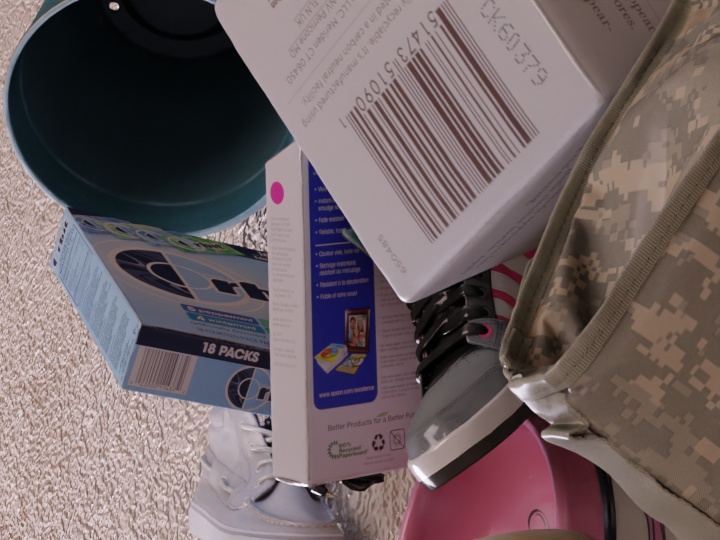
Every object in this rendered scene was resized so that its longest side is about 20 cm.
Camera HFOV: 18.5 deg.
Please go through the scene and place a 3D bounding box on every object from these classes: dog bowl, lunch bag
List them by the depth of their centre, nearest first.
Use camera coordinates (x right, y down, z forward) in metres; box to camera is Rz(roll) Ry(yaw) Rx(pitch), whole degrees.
[{"bbox_3d":[0.150,0.012,0.778,0.200,0.164,0.118,-58,18,-23],"label":"lunch bag"},{"bbox_3d":[0.082,0.145,1.044,0.200,0.074,0.201,-40,44,54],"label":"dog bowl"}]

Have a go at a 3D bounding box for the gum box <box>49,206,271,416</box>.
[{"bbox_3d":[-0.085,0.029,1.346,0.200,0.169,0.045,47,122,61],"label":"gum box"}]

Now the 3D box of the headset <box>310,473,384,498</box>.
[{"bbox_3d":[0.032,0.042,1.176,0.200,0.094,0.124,-62,28,32],"label":"headset"}]

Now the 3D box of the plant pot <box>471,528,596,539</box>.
[{"bbox_3d":[0.064,0.182,0.884,0.200,0.200,0.135,-45,51,50],"label":"plant pot"}]

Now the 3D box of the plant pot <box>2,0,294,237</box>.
[{"bbox_3d":[-0.132,-0.155,1.535,0.188,0.200,0.200,-85,21,-55],"label":"plant pot"}]

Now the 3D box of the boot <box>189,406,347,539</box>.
[{"bbox_3d":[-0.058,0.125,1.355,0.200,0.073,0.096,-174,89,-67],"label":"boot"}]

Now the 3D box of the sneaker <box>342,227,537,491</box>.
[{"bbox_3d":[0.038,0.005,1.007,0.084,0.121,0.200,-37,10,30],"label":"sneaker"}]

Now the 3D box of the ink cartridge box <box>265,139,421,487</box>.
[{"bbox_3d":[0.000,0.000,1.083,0.037,0.095,0.201,9,101,48],"label":"ink cartridge box"}]

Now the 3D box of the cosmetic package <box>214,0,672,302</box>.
[{"bbox_3d":[0.081,-0.118,0.955,0.165,0.200,0.165,57,138,12],"label":"cosmetic package"}]
